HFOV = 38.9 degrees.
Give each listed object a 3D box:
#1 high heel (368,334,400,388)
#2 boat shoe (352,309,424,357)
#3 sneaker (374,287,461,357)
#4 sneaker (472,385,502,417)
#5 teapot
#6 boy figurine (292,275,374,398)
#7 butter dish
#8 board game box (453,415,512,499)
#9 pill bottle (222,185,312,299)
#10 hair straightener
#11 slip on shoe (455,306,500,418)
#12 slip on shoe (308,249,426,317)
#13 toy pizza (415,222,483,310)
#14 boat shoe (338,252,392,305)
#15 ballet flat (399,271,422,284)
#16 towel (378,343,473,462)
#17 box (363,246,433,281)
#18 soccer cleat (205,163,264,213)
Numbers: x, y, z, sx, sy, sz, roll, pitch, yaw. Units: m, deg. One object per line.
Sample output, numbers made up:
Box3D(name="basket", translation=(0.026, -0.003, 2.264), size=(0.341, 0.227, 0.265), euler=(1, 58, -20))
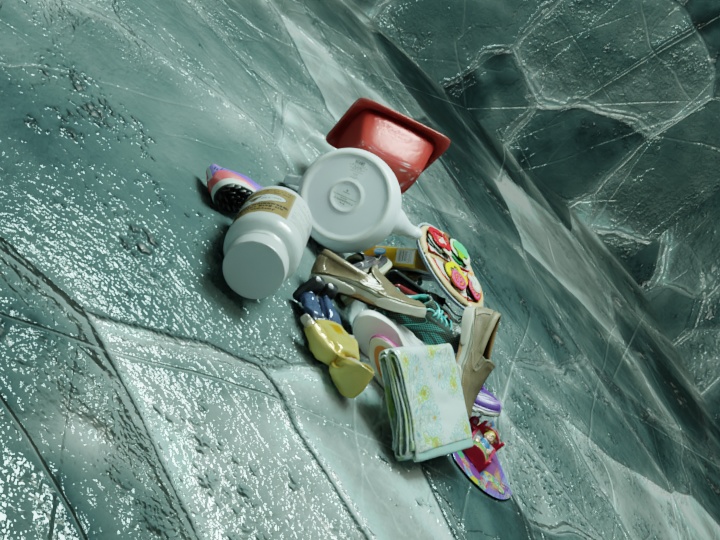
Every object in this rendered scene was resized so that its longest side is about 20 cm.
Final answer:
Box3D(name="high heel", translation=(0.083, 0.165, 1.646), size=(0.200, 0.067, 0.096), euler=(49, 29, -16))
Box3D(name="boat shoe", translation=(0.057, 0.117, 1.679), size=(0.200, 0.072, 0.069), euler=(37, 27, -31))
Box3D(name="sneaker", translation=(0.116, 0.087, 1.743), size=(0.200, 0.091, 0.078), euler=(15, 36, -15))
Box3D(name="sneaker", translation=(0.182, 0.176, 1.790), size=(0.200, 0.083, 0.081), euler=(50, 20, 30))
Box3D(name="teapot", translation=(-0.018, -0.119, 1.823), size=(0.146, 0.197, 0.200), euler=(42, 25, -78))
Box3D(name="boy figurine", translation=(-0.042, 0.100, 1.522), size=(0.124, 0.064, 0.200), euler=(33, 22, -45))
Box3D(name="butter dish", translation=(0.036, -0.200, 1.920), size=(0.200, 0.199, 0.148), euler=(24, 64, -15))
Box3D(name="board game box", translation=(0.204, 0.290, 1.727), size=(0.158, 0.039, 0.200), euler=(34, 24, -37))
Box3D(name="pill bottle", translation=(-0.139, -0.040, 1.492), size=(0.114, 0.114, 0.200), euler=(44, 20, -14))
Box3D(name="hair straightener", translation=(0.118, 0.043, 1.815), size=(0.200, 0.041, 0.077), euler=(24, 37, -34))
Box3D(name="slip on shoe", translation=(0.194, 0.159, 1.703), size=(0.076, 0.060, 0.201), euler=(52, 45, -64))
Box3D(name="slip on shoe", translation=(0.017, 0.024, 1.651), size=(0.200, 0.061, 0.076), euler=(19, -5, -6))
Box3D(name="toy pizza", translation=(0.174, -0.010, 1.904), size=(0.200, 0.032, 0.200), euler=(43, 25, -26))
Box3D(name="boat shoe", translation=(0.000, 0.000, 1.780), size=(0.065, 0.072, 0.200), euler=(53, 25, -4))
Box3D(name="ballet flat", translation=(0.065, 0.030, 1.868), size=(0.063, 0.069, 0.200), euler=(43, 19, 4))
Box3D(name="towel", translation=(0.104, 0.199, 1.560), size=(0.200, 0.048, 0.172), euler=(4, 75, -57))
Box3D(name="box", translation=(0.106, -0.009, 1.959), size=(0.200, 0.119, 0.042), euler=(15, 82, -56))
Box3D(name="soccer cleat", translation=(-0.167, -0.114, 1.644), size=(0.200, 0.068, 0.073), euler=(24, 27, -46))
